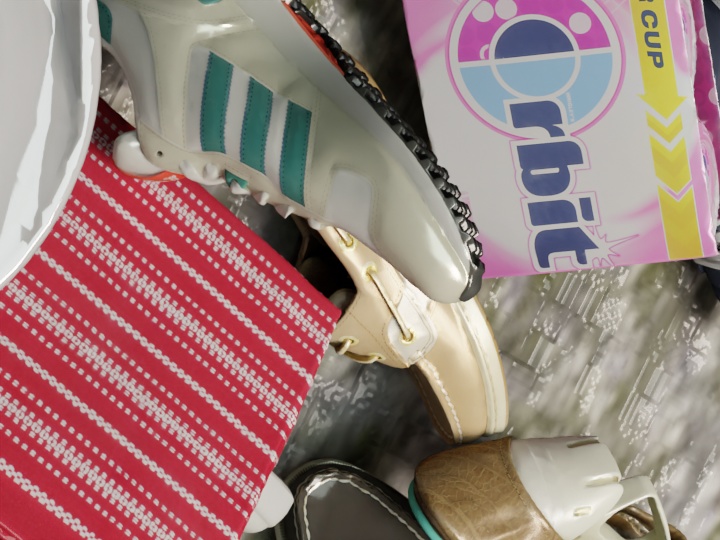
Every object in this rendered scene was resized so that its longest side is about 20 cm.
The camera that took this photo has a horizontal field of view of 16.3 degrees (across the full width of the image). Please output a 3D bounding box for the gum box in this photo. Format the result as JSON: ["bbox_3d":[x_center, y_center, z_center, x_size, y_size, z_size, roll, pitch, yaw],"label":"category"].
[{"bbox_3d":[0.084,-0.093,1.043,0.066,0.113,0.201,-63,145,-60],"label":"gum box"}]

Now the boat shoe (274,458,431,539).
[{"bbox_3d":[0.036,0.163,1.067,0.072,0.061,0.202,-37,88,-10],"label":"boat shoe"}]

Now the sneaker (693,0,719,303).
[{"bbox_3d":[0.158,-0.038,1.147,0.108,0.070,0.201,-14,104,-38],"label":"sneaker"}]

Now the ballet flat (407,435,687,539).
[{"bbox_3d":[0.094,0.110,1.116,0.072,0.068,0.200,-32,146,16],"label":"ballet flat"}]

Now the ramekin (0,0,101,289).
[{"bbox_3d":[-0.197,-0.073,0.860,0.201,0.094,0.204,-8,106,-32],"label":"ramekin"}]

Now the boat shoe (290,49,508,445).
[{"bbox_3d":[0.000,0.000,1.051,0.069,0.074,0.201,-32,119,-11],"label":"boat shoe"}]

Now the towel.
[{"bbox_3d":[-0.091,0.040,0.931,0.145,0.022,0.200,42,43,-16],"label":"towel"}]

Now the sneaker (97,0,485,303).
[{"bbox_3d":[-0.039,-0.050,0.956,0.093,0.070,0.200,-41,83,5],"label":"sneaker"}]

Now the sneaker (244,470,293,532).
[{"bbox_3d":[-0.119,0.065,0.981,0.200,0.073,0.085,34,85,-26],"label":"sneaker"}]
